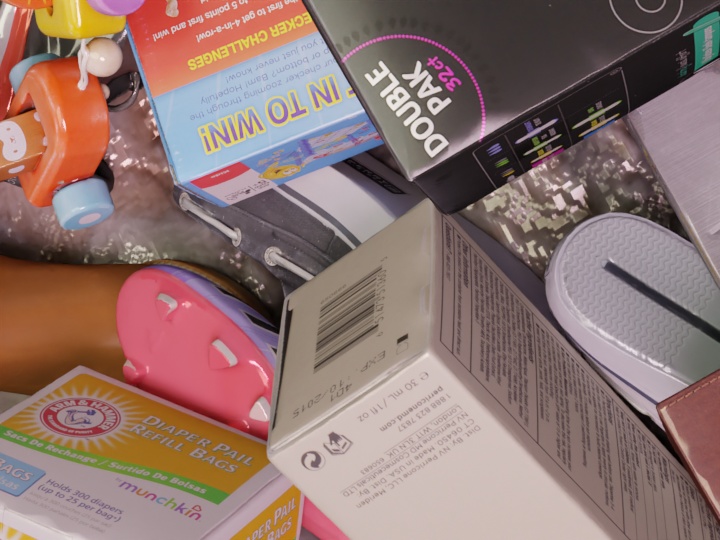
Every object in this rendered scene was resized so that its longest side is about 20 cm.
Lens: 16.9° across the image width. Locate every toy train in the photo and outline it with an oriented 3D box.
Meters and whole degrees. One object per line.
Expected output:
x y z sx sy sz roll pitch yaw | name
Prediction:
-0.140 -0.120 0.928 0.150 0.056 0.200 -42 65 61 | toy train

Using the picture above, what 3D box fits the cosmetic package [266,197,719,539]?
0.059 0.083 0.842 0.071 0.105 0.200 -34 113 21 | cosmetic package

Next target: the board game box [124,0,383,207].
-0.002 -0.152 0.918 0.200 0.056 0.196 -21 78 10 | board game box

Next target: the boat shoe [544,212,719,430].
0.155 0.049 0.869 0.200 0.067 0.074 40 79 11 | boat shoe

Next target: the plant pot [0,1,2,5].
-0.250 -0.164 1.057 0.200 0.187 0.188 29 107 12 | plant pot

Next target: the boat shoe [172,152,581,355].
0.000 0.000 0.956 0.200 0.072 0.068 36 108 28 | boat shoe

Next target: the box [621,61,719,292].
0.198 -0.015 0.813 0.158 0.048 0.200 -28 76 4 | box

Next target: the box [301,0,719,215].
0.071 -0.131 0.764 0.200 0.124 0.149 -30 83 5 | box

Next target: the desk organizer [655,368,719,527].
0.196 0.031 0.744 0.200 0.072 0.077 -30 74 4 | desk organizer

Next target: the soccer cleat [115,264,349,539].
-0.012 0.065 0.951 0.200 0.076 0.067 38 125 17 | soccer cleat

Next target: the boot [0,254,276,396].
-0.148 0.025 0.997 0.200 0.155 0.077 18 101 26 | boot

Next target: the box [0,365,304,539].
-0.099 0.155 0.933 0.112 0.101 0.200 21 121 23 | box

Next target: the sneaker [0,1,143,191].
-0.105 -0.123 1.030 0.082 0.077 0.200 20 106 3 | sneaker
